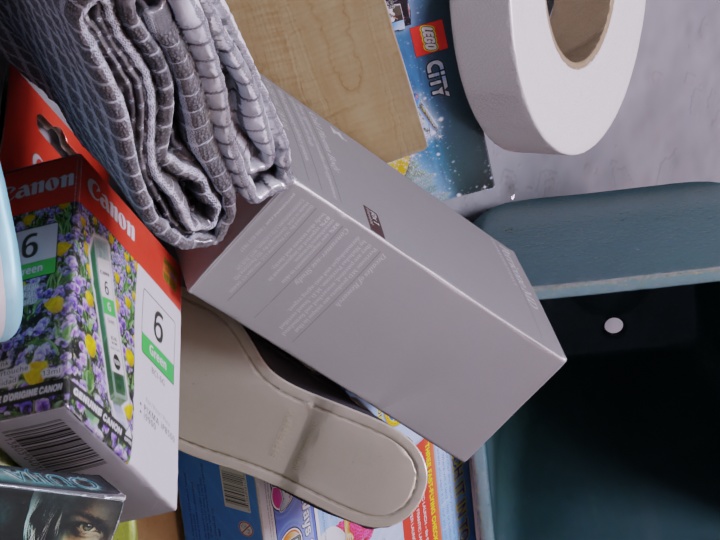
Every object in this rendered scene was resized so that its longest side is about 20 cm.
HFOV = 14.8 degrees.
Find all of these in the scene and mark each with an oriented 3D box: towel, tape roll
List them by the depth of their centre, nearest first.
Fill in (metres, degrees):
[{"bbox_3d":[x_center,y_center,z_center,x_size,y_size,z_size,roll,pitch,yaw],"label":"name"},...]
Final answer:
[{"bbox_3d":[-0.119,-0.119,1.210,0.085,0.166,0.200,-35,146,-8],"label":"towel"},{"bbox_3d":[0.102,-0.161,1.465,0.203,0.037,0.204,-20,112,-62],"label":"tape roll"}]

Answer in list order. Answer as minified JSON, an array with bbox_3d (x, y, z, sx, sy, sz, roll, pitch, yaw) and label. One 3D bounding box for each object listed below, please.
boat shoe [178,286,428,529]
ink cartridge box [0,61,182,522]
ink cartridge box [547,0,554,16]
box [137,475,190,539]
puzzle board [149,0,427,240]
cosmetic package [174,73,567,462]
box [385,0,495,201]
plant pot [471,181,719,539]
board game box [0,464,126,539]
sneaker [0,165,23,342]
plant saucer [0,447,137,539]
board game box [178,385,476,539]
[{"bbox_3d":[-0.057,0.067,1.398,0.073,0.199,0.063,-60,177,-1],"label":"boat shoe"},{"bbox_3d":[-0.127,0.006,1.290,0.109,0.050,0.201,51,32,-51],"label":"ink cartridge box"},{"bbox_3d":[0.058,-0.225,1.521,0.146,0.083,0.201,24,82,-54],"label":"ink cartridge box"},{"bbox_3d":[-0.100,0.181,1.484,0.163,0.021,0.201,0,101,-56],"label":"box"},{"bbox_3d":[-0.061,-0.119,1.371,0.150,0.017,0.201,-18,126,0],"label":"puzzle board"},{"bbox_3d":[0.000,0.000,1.394,0.200,0.107,0.090,30,112,-33],"label":"cosmetic package"},{"bbox_3d":[-0.016,-0.115,1.421,0.136,0.038,0.201,-16,124,-3],"label":"box"},{"bbox_3d":[0.157,0.045,1.640,0.200,0.195,0.197,-90,174,-63],"label":"plant pot"},{"bbox_3d":[-0.204,0.142,1.166,0.199,0.028,0.136,10,104,-40],"label":"board game box"},{"bbox_3d":[-0.227,-0.055,1.185,0.130,0.080,0.201,-13,85,-20],"label":"sneaker"},{"bbox_3d":[-0.146,0.109,1.308,0.200,0.031,0.201,-10,90,-75],"label":"plant saucer"},{"bbox_3d":[-0.014,0.138,1.529,0.196,0.056,0.201,-38,131,-46],"label":"board game box"}]
